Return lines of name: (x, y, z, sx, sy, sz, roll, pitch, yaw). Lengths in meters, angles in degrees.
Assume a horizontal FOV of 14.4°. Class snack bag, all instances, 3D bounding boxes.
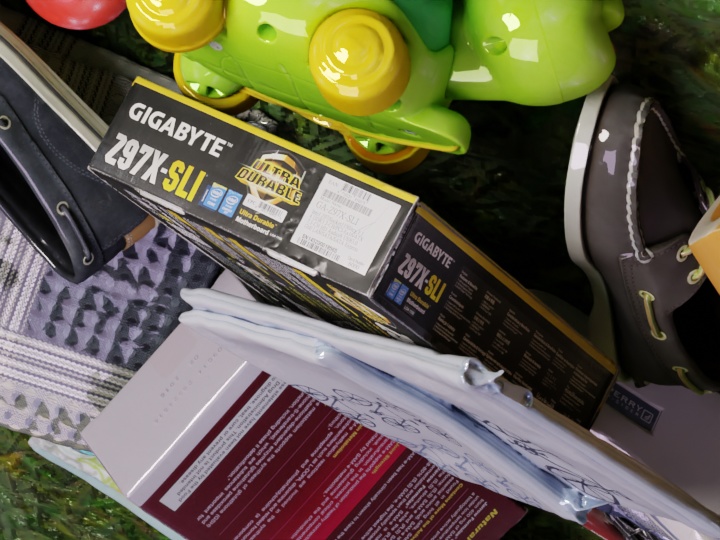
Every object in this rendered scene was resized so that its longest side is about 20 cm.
snack bag: (0.042, 0.066, 1.218, 0.189, 0.021, 0.200, 33, 167, -38)

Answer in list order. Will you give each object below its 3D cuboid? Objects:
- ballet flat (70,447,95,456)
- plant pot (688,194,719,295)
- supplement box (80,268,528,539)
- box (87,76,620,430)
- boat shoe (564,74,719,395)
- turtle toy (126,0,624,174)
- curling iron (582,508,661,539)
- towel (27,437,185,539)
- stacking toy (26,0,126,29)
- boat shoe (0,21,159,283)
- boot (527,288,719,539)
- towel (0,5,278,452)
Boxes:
ballet flat: (-0.134, -0.010, 1.366, 0.074, 0.074, 0.200, 8, 114, 23)
plant pot: (0.233, 0.008, 1.086, 0.183, 0.200, 0.200, 44, 144, 0)
supplement box: (-0.024, 0.097, 1.358, 0.200, 0.109, 0.061, 40, -176, -39)
box: (0.000, 0.000, 1.207, 0.160, 0.049, 0.200, 22, 171, 36)
boat shoe: (0.128, -0.013, 1.211, 0.061, 0.072, 0.201, 14, 153, 20)
turtle toy: (0.003, -0.103, 1.133, 0.200, 0.101, 0.146, 19, 172, 9)
curling iron: (0.078, 0.083, 1.414, 0.200, 0.026, 0.050, 33, 124, -4)
towel: (-0.071, 0.093, 1.496, 0.200, 0.048, 0.171, 31, 146, -10)
stacking toy: (-0.181, -0.163, 1.194, 0.200, 0.085, 0.085, 30, 146, -16)
boat shoe: (-0.169, -0.070, 1.228, 0.200, 0.062, 0.075, 44, 163, -22)
boot: (0.123, 0.085, 1.357, 0.200, 0.073, 0.090, 39, 151, -7)
towel: (-0.163, -0.022, 1.313, 0.200, 0.035, 0.193, 20, 113, -10)
